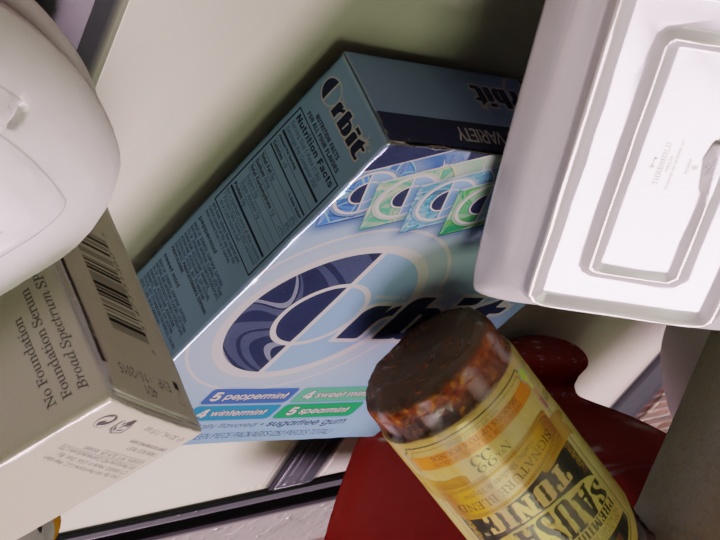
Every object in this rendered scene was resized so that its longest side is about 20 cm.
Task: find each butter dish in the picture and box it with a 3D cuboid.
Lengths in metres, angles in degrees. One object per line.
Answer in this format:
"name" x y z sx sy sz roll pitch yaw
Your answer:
"butter dish" 0.084 0.106 0.909 0.199 0.148 0.200 7 -176 45

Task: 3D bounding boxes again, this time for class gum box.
"gum box" 0.000 0.000 0.733 0.170 0.045 0.200 3 144 -46

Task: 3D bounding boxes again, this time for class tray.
"tray" 0.105 -0.041 0.616 0.107 0.022 0.200 8 141 -3

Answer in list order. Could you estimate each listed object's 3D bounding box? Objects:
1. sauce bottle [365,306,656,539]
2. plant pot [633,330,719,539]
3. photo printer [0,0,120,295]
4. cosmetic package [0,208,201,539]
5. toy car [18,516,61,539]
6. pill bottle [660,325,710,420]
"sauce bottle" 0.082 0.105 0.753 0.066 0.066 0.200 -34 112 18
"plant pot" 0.220 0.069 0.799 0.184 0.200 0.200 -59 152 -4
"photo printer" -0.175 -0.021 0.510 0.200 0.070 0.166 -31 154 11
"cosmetic package" -0.166 0.054 0.617 0.200 0.105 0.071 -32 158 10
"toy car" -0.158 0.128 0.748 0.177 0.184 0.200 -9 122 -30
"pill bottle" 0.267 0.040 0.965 0.200 0.114 0.114 -15 153 -19
